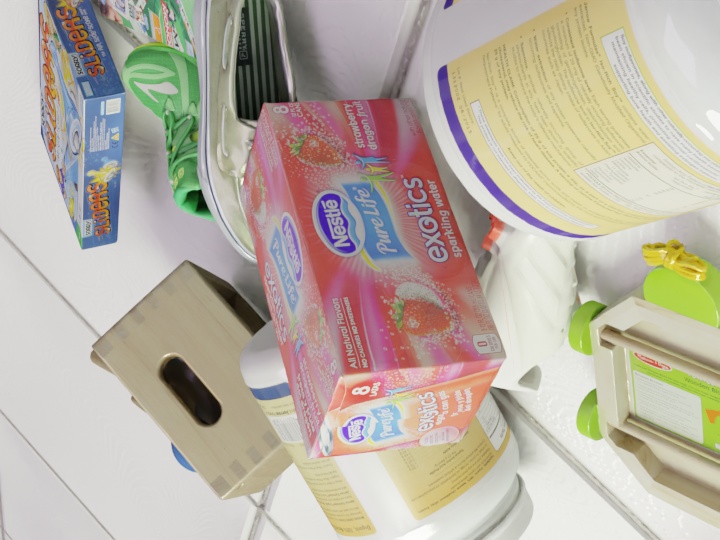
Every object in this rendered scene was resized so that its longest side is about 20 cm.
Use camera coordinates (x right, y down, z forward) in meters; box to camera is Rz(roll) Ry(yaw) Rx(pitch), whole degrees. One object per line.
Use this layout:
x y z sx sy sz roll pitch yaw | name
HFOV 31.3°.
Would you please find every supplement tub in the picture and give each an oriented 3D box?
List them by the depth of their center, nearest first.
0.133 -0.098 0.534 0.146 0.145 0.200 59 149 -9 | supplement tub
0.022 0.109 0.896 0.144 0.144 0.201 -11 111 57 | supplement tub

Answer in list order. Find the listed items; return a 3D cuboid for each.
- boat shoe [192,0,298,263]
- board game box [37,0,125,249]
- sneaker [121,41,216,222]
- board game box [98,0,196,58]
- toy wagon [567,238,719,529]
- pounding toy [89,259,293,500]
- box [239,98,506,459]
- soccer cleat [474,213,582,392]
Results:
-0.073 -0.096 0.856 0.062 0.072 0.201 -149 47 -63 | boat shoe
-0.234 -0.129 1.070 0.200 0.034 0.136 108 143 -54 | board game box
-0.112 -0.090 0.939 0.200 0.083 0.074 46 149 13 | sneaker
-0.151 -0.250 0.884 0.134 0.029 0.201 28 141 35 | board game box
0.190 0.063 0.724 0.155 0.040 0.201 23 137 40 | toy wagon
-0.136 0.090 1.054 0.200 0.142 0.184 47 180 10 | pounding toy
0.000 0.000 0.771 0.095 0.102 0.201 110 151 -51 | box
0.105 0.000 0.764 0.077 0.069 0.200 20 138 0 | soccer cleat
